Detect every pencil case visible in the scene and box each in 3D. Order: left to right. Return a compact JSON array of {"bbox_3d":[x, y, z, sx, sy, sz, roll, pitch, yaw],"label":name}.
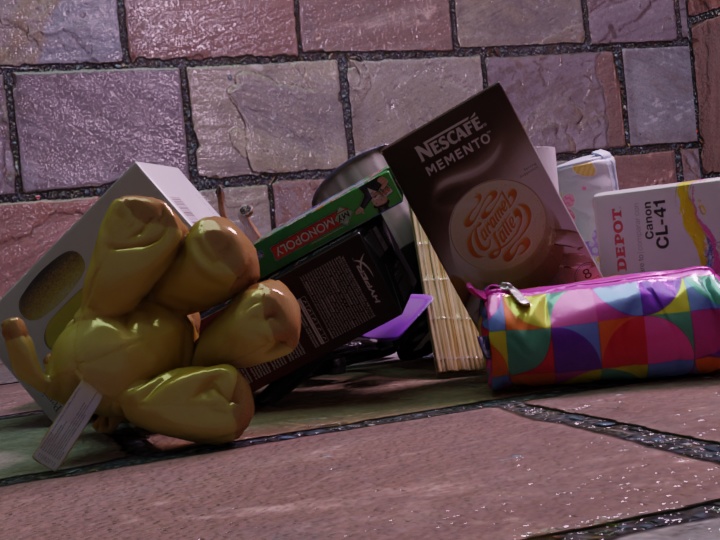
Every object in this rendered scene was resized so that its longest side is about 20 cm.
[{"bbox_3d":[0.276,-0.035,1.281,0.082,0.202,0.090,-14,-1,-32],"label":"pencil case"},{"bbox_3d":[0.182,0.043,0.835,0.197,0.090,0.088,-5,2,4],"label":"pencil case"}]

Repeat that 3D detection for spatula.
[{"bbox_3d":[-0.016,0.067,0.946,0.199,0.021,0.056,-28,20,-39],"label":"spatula"}]

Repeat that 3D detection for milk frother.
[{"bbox_3d":[0.000,0.000,1.090,0.180,0.189,0.199,-43,-24,27],"label":"milk frother"}]

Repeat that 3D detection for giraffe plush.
[{"bbox_3d":[-0.153,0.061,0.790,0.200,0.173,0.162,-42,0,-14],"label":"giraffe plush"}]

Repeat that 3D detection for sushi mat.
[{"bbox_3d":[0.102,0.006,1.015,0.094,0.202,0.012,-4,-35,-6],"label":"sushi mat"}]

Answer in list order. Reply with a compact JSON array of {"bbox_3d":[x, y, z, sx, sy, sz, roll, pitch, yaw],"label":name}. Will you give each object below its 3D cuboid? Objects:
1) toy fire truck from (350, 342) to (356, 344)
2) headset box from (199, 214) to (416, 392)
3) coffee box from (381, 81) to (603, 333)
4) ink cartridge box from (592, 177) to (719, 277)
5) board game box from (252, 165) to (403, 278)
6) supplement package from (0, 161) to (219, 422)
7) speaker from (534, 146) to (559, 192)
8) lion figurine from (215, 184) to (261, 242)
[{"bbox_3d":[0.004,0.016,1.246,0.197,0.143,0.049,-2,1,-14],"label":"toy fire truck"},{"bbox_3d":[-0.060,0.036,0.921,0.199,0.076,0.149,-28,5,10],"label":"headset box"},{"bbox_3d":[0.112,-0.040,0.910,0.114,0.201,0.080,-29,5,9],"label":"coffee box"},{"bbox_3d":[0.310,-0.005,0.938,0.198,0.150,0.085,-6,0,29],"label":"ink cartridge box"},{"bbox_3d":[-0.027,-0.046,0.955,0.134,0.029,0.200,-28,5,6],"label":"board game box"},{"bbox_3d":[-0.207,0.018,0.941,0.200,0.114,0.110,-44,-5,8],"label":"supplement package"},{"bbox_3d":[0.168,-0.024,1.116,0.080,0.203,0.081,-5,1,0],"label":"speaker"},{"bbox_3d":[-0.110,0.003,1.208,0.072,0.201,0.123,-26,-42,1],"label":"lion figurine"}]
